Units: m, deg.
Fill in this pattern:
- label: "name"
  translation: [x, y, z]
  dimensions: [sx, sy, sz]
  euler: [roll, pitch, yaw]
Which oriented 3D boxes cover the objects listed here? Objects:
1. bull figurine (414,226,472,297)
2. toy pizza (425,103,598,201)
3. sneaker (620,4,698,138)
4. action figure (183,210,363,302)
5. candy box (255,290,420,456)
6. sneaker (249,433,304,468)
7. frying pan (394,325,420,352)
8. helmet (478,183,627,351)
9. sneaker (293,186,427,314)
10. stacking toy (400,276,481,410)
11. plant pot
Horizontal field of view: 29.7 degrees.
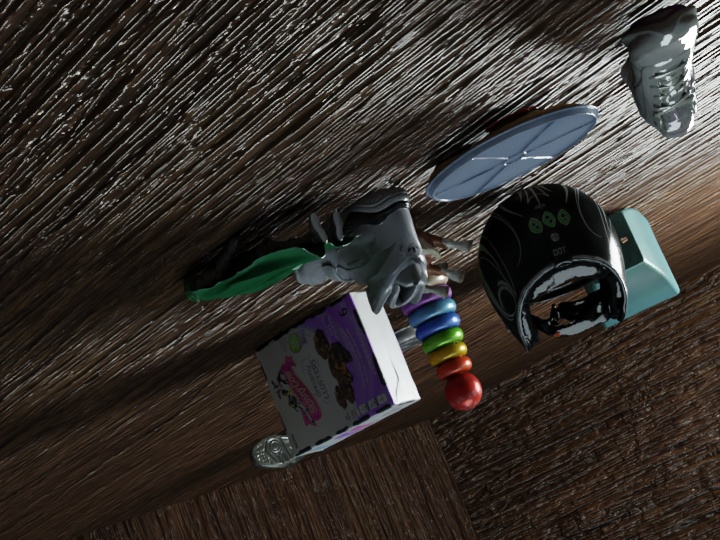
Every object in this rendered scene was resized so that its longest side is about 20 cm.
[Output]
- label: "bull figurine"
  translation: [0.062, -0.014, 1.623]
  dimensions: [0.120, 0.066, 0.200]
  euler: [13, 169, -8]
- label: "toy pizza"
  translation: [0.155, -0.130, 1.418]
  dimensions: [0.198, 0.032, 0.200]
  euler: [-24, 169, -5]
- label: "sneaker"
  translation: [0.295, -0.185, 1.283]
  dimensions: [0.074, 0.101, 0.200]
  euler: [-22, 167, 6]
- label: "action figure"
  translation: [-0.107, -0.007, 1.390]
  dimensions: [0.198, 0.055, 0.118]
  euler: [-23, 172, 30]
- label: "candy box"
  translation: [-0.035, 0.147, 1.923]
  dimensions: [0.199, 0.170, 0.071]
  euler: [-31, 165, 33]
- label: "sneaker"
  translation: [-0.175, 0.401, 2.994]
  dimensions: [0.198, 0.077, 0.114]
  euler: [-20, 163, -43]
- label: "frying pan"
  translation: [0.046, 0.139, 2.406]
  dimensions: [0.189, 0.031, 0.114]
  euler: [-33, 164, 26]
- label: "helmet"
  translation: [0.238, -0.012, 1.711]
  dimensions: [0.197, 0.192, 0.202]
  euler: [-7, 129, -8]
- label: "sneaker"
  translation: [0.000, 0.000, 1.477]
  dimensions: [0.074, 0.116, 0.199]
  euler: [-12, 164, -40]
- label: "stacking toy"
  translation: [0.123, 0.106, 1.971]
  dimensions: [0.084, 0.202, 0.085]
  euler: [-22, 169, -5]
- label: "plant pot"
  translation: [0.411, -0.017, 2.179]
  dimensions: [0.140, 0.143, 0.200]
  euler: [-26, 161, 12]
